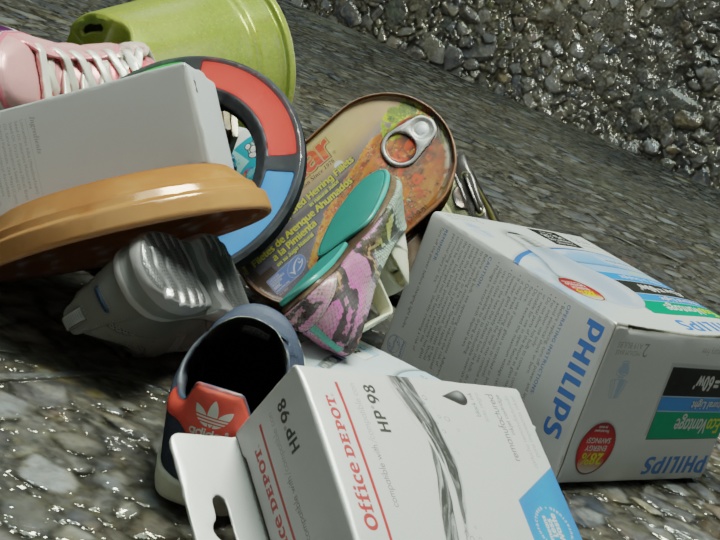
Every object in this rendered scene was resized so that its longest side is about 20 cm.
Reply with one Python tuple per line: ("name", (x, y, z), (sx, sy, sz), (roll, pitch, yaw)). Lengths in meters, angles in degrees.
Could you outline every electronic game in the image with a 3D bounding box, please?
("electronic game", (-0.138, -0.078, 1.097), (0.198, 0.201, 0.042), (26, -20, 21))

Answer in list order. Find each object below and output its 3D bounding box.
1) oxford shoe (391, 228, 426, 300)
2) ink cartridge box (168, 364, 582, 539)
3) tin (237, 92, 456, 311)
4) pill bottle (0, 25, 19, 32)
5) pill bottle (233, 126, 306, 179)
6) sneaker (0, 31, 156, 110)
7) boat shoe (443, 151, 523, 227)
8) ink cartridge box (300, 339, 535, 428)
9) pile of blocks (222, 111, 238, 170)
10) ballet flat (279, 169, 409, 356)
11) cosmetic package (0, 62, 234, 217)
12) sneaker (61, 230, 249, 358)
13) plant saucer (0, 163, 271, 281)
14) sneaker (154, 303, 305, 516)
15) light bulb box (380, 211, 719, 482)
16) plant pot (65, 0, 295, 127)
("oxford shoe", (0.038, -0.024, 1.314), (0.072, 0.085, 0.199), (8, 21, -45))
("ink cartridge box", (0.013, 0.118, 0.730), (0.198, 0.067, 0.117), (9, 46, -39))
("tin", (-0.013, -0.052, 1.116), (0.112, 0.200, 0.042), (47, -10, 11))
("pill bottle", (-0.323, -0.148, 1.201), (0.111, 0.114, 0.200), (23, 16, 8))
("pill bottle", (-0.062, -0.056, 1.237), (0.110, 0.112, 0.199), (7, 20, -43))
("sneaker", (-0.224, -0.157, 1.166), (0.103, 0.077, 0.200), (-9, -5, 17))
("boat shoe", (0.124, -0.018, 1.298), (0.201, 0.065, 0.073), (54, 12, 2))
("ink cartridge box", (0.006, 0.101, 0.900), (0.159, 0.048, 0.200), (26, 14, 19))
("pile of blocks", (-0.136, -0.082, 1.165), (0.061, 0.082, 0.202), (5, 53, -18))
("ballet flat", (0.000, 0.000, 1.017), (0.071, 0.069, 0.200), (49, 30, -12))
("cosmetic package", (-0.195, -0.079, 0.988), (0.197, 0.072, 0.101), (-14, -1, 5))
("sneaker", (-0.129, 0.020, 0.951), (0.076, 0.081, 0.200), (67, 13, 17))
("plant saucer", (-0.158, -0.033, 0.948), (0.197, 0.038, 0.200), (-13, -3, -1))
("sneaker", (-0.064, 0.054, 0.831), (0.074, 0.086, 0.201), (15, 26, -2))
("light bulb box", (0.160, 0.059, 1.107), (0.197, 0.126, 0.199), (7, 19, -45))
("plant pot", (-0.197, -0.201, 1.458), (0.199, 0.203, 0.183), (29, 28, 30))
